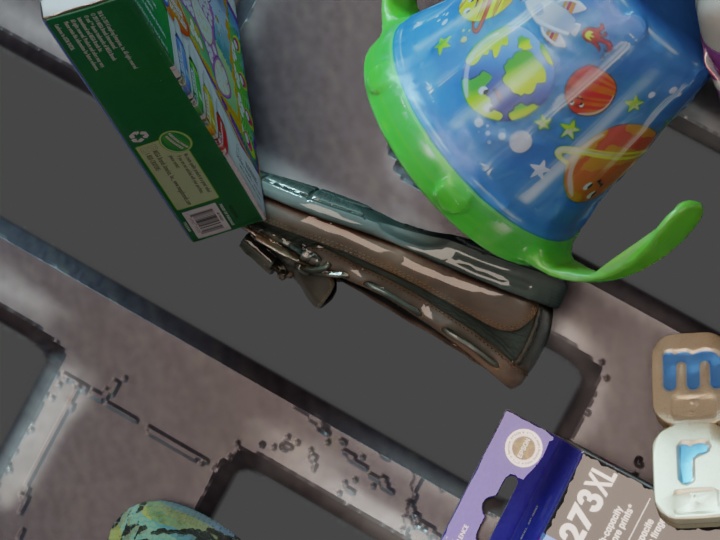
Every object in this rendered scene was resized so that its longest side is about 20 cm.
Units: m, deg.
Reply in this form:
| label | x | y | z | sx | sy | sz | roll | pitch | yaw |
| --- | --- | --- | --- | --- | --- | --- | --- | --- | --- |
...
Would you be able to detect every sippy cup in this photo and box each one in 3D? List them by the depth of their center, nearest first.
| label | x | y | z | sx | sy | sz | roll | pitch | yaw |
| --- | --- | --- | --- | --- | --- | --- | --- | --- | --- |
| sippy cup | 0.092 | -0.094 | 1.201 | 0.178 | 0.140 | 0.130 | 43 | 117 | -15 |

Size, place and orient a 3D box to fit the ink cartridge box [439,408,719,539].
| label | x | y | z | sx | sy | sz | roll | pitch | yaw |
| --- | --- | --- | --- | --- | --- | --- | --- | --- | --- |
| ink cartridge box | 0.135 | 0.154 | 1.243 | 0.199 | 0.037 | 0.095 | 28 | 90 | 13 |

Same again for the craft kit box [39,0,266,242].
| label | x | y | z | sx | sy | sz | roll | pitch | yaw |
| --- | --- | --- | --- | --- | --- | --- | --- | --- | --- |
| craft kit box | -0.103 | -0.147 | 1.197 | 0.048 | 0.200 | 0.199 | -17 | 60 | 8 |

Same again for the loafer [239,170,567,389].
| label | x | y | z | sx | sy | sz | roll | pitch | yaw |
| --- | --- | --- | --- | --- | --- | --- | --- | --- | --- |
| loafer | 0.000 | 0.000 | 1.264 | 0.199 | 0.072 | 0.063 | 19 | 95 | 9 |

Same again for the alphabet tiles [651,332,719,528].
| label | x | y | z | sx | sy | sz | roll | pitch | yaw |
| --- | --- | --- | --- | --- | --- | --- | --- | --- | --- |
| alphabet tiles | 0.237 | 0.071 | 1.206 | 0.198 | 0.015 | 0.197 | -4 | 60 | 10 |

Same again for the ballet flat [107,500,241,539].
| label | x | y | z | sx | sy | sz | roll | pitch | yaw |
| --- | --- | --- | --- | --- | --- | --- | --- | --- | --- |
| ballet flat | -0.055 | 0.191 | 1.257 | 0.074 | 0.074 | 0.200 | -45 | 79 | 4 |

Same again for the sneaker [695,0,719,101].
| label | x | y | z | sx | sy | sz | roll | pitch | yaw |
| --- | --- | --- | --- | --- | --- | --- | --- | --- | --- |
| sneaker | 0.191 | -0.041 | 1.156 | 0.072 | 0.201 | 0.115 | 9 | 58 | 41 |
